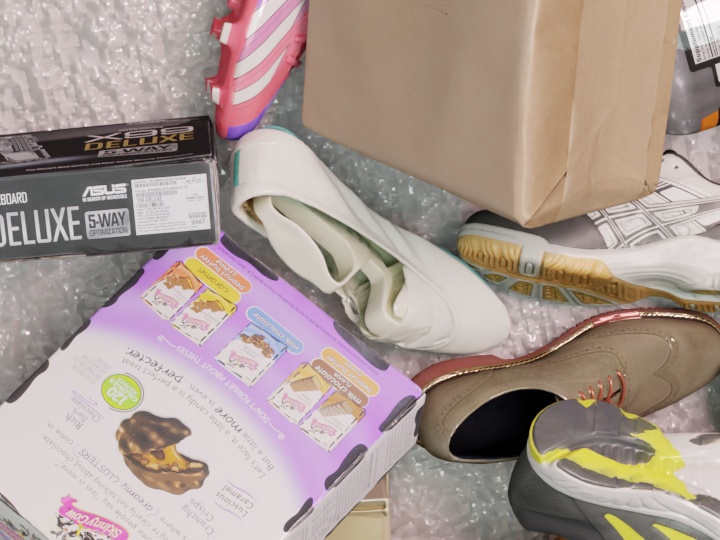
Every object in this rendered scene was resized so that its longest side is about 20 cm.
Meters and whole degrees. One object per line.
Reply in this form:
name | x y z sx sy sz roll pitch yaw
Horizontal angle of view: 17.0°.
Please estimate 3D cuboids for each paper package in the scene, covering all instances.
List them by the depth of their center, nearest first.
paper package | 0.068 -0.140 1.259 0.103 0.200 0.191 -9 113 -36

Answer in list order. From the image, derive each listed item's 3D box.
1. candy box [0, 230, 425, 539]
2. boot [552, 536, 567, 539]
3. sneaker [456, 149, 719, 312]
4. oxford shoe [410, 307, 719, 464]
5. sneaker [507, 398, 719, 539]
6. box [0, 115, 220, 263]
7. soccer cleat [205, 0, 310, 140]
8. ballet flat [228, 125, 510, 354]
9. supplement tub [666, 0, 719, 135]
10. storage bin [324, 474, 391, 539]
candy box | -0.093 0.097 1.310 0.168 0.072 0.200 39 67 16
boot | 0.131 0.163 1.405 0.201 0.071 0.144 31 97 -27
sneaker | 0.156 -0.027 1.384 0.200 0.076 0.088 5 76 0
oxford shoe | 0.127 0.075 1.382 0.200 0.075 0.071 -17 112 -11
sneaker | 0.175 0.132 1.349 0.200 0.075 0.085 23 141 -9
box | -0.176 -0.042 1.304 0.200 0.158 0.050 -6 102 -2
soccer cleat | -0.033 -0.165 1.338 0.076 0.067 0.200 13 98 -11
ballet flat | 0.000 0.000 1.358 0.200 0.069 0.069 39 97 -20
supplement tub | 0.213 -0.150 1.327 0.200 0.123 0.123 -18 102 1
storage bin | -0.076 0.218 1.398 0.198 0.094 0.200 -2 102 -3
